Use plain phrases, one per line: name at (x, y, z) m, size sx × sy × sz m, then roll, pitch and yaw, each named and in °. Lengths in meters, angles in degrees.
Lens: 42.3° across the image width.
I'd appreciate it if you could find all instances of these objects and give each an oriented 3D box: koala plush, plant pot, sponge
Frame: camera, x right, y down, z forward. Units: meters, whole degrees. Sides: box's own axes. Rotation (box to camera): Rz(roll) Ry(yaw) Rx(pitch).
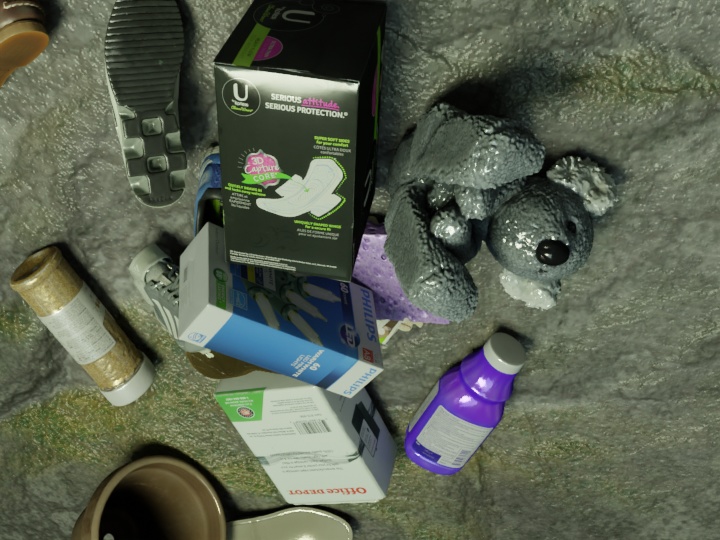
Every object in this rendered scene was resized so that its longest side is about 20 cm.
koala plush at (0.135, -0.052, 0.857) m, size 0.197 × 0.184 × 0.180 m, roll 15°, pitch 109°, yaw -22°
plant pot at (-0.308, 0.362, 1.258) m, size 0.200 × 0.202 × 0.173 m, roll 44°, pitch 140°, yaw -23°
sponge at (0.000, 0.000, 0.973) m, size 0.196 × 0.030 × 0.113 m, roll 4°, pitch 128°, yaw 7°

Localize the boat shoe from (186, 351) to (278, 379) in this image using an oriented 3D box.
boat shoe at (-0.106, 0.074, 1.035) m, size 0.197 × 0.065 × 0.074 m, roll -6°, pitch 131°, yaw 29°

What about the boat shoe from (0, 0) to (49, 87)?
boat shoe at (-0.371, -0.206, 0.885) m, size 0.198 × 0.070 × 0.071 m, roll -27°, pitch 82°, yaw 25°

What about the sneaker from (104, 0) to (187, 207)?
sneaker at (-0.204, -0.168, 0.875) m, size 0.073 × 0.088 × 0.204 m, roll -3°, pitch 107°, yaw -18°

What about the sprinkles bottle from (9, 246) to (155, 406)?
sprinkles bottle at (-0.320, 0.068, 1.085) m, size 0.067 × 0.069 × 0.201 m, roll -17°, pitch 123°, yaw 23°

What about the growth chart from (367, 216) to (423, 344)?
growth chart at (0.004, 0.027, 1.022) m, size 0.144 × 0.018 × 0.199 m, roll 39°, pitch 125°, yaw -20°

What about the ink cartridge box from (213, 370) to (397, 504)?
ink cartridge box at (-0.060, 0.183, 1.107) m, size 0.144 × 0.084 × 0.202 m, roll -8°, pitch 127°, yaw 27°

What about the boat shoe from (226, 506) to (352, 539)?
boat shoe at (-0.104, 0.369, 1.304) m, size 0.196 × 0.074 × 0.063 m, roll -6°, pitch 171°, yaw 9°

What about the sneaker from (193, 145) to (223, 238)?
sneaker at (-0.142, -0.024, 0.963) m, size 0.077 × 0.090 × 0.202 m, roll 4°, pitch 131°, yaw 8°

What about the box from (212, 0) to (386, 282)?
box at (-0.050, -0.120, 0.829) m, size 0.122 × 0.150 × 0.203 m, roll 9°, pitch 130°, yaw 6°

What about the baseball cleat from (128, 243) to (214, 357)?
baseball cleat at (-0.194, 0.028, 0.974) m, size 0.107 × 0.070 × 0.199 m, roll 54°, pitch 158°, yaw -22°

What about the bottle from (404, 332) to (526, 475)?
bottle at (0.122, 0.153, 1.068) m, size 0.082 × 0.066 × 0.201 m, roll 22°, pitch 129°, yaw -8°

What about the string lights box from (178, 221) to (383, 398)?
string lights box at (-0.076, 0.041, 0.900) m, size 0.198 × 0.104 × 0.059 m, roll 23°, pitch 131°, yaw -31°
